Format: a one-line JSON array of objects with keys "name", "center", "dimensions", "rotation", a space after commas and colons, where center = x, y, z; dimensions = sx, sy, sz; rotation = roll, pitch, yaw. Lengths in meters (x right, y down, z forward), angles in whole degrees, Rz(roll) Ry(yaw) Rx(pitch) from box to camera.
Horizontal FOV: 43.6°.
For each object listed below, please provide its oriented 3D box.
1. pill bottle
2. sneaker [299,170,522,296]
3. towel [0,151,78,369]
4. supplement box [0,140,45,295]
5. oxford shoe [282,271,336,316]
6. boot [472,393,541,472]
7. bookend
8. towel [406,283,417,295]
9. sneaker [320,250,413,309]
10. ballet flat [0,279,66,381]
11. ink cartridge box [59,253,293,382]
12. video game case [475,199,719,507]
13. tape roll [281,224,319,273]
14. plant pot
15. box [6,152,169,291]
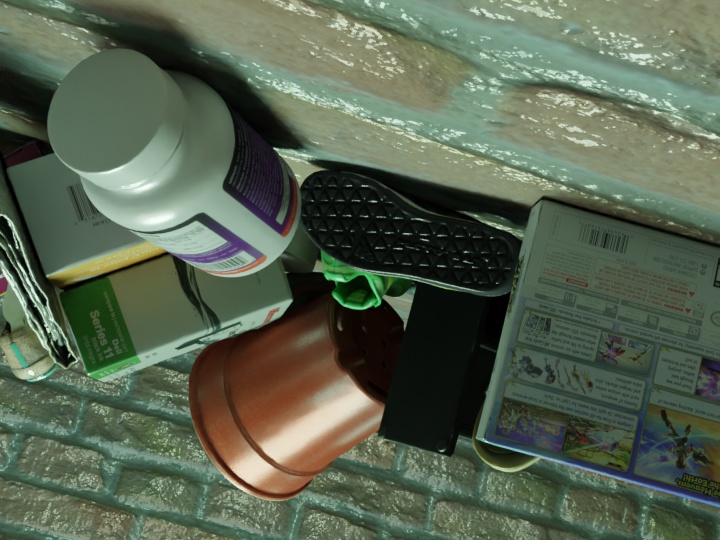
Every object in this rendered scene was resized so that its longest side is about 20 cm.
[{"name": "pill bottle", "center": [-0.125, -0.071, 0.630], "dimensions": [0.111, 0.112, 0.200], "rotation": [12, 169, 19]}, {"name": "sneaker", "center": [0.043, -0.025, 0.741], "dimensions": [0.200, 0.072, 0.083], "rotation": [22, -172, 8]}, {"name": "towel", "center": [-0.298, -0.038, 0.754], "dimensions": [0.200, 0.034, 0.193], "rotation": [56, 160, 38]}, {"name": "supplement box", "center": [-0.384, -0.051, 1.003], "dimensions": [0.103, 0.131, 0.200], "rotation": [60, 166, -2]}, {"name": "oxford shoe", "center": [-0.053, 0.022, 1.142], "dimensions": [0.075, 0.071, 0.200], "rotation": [34, -162, 29]}, {"name": "boot", "center": [0.176, 0.103, 0.763], "dimensions": [0.072, 0.200, 0.155], "rotation": [35, 165, 26]}, {"name": "bookend", "center": [0.139, 0.089, 0.857], "dimensions": [0.199, 0.200, 0.092], "rotation": [24, 167, -37]}, {"name": "towel", "center": [0.152, 0.037, 1.074], "dimensions": [0.146, 0.022, 0.200], "rotation": [20, 171, -19]}, {"name": "sneaker", "center": [0.000, 0.000, 0.912], "dimensions": [0.074, 0.084, 0.200], "rotation": [11, 170, 21]}, {"name": "ballet flat", "center": [-0.324, 0.025, 0.898], "dimensions": [0.067, 0.068, 0.200], "rotation": [63, 180, -35]}, {"name": "ink cartridge box", "center": [-0.174, 0.034, 0.878], "dimensions": [0.200, 0.083, 0.147], "rotation": [-20, 174, -12]}, {"name": "video game case", "center": [0.203, 0.063, 0.661], "dimensions": [0.200, 0.182, 0.045], "rotation": [15, 170, 1]}, {"name": "tape roll", "center": [-0.144, -0.044, 1.027], "dimensions": [0.202, 0.037, 0.203], "rotation": [16, 170, 3]}, {"name": "plant pot", "center": [-0.050, 0.122, 0.992], "dimensions": [0.195, 0.201, 0.201], "rotation": [-34, 141, 30]}, {"name": "box", "center": [-0.232, -0.046, 0.827], "dimensions": [0.124, 0.098, 0.200], "rotation": [-21, 178, -13]}]
